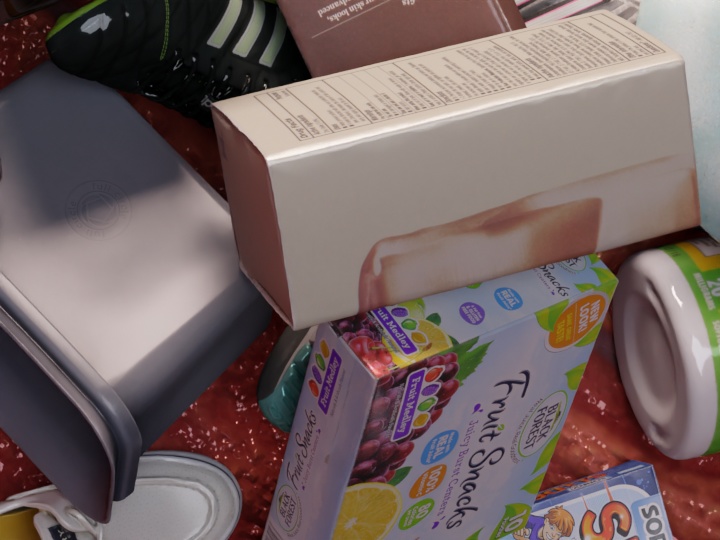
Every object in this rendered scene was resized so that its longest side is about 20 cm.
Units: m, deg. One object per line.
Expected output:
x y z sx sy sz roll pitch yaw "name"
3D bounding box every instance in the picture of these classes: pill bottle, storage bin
0.242 0.025 1.557 0.199 0.111 0.111 -12 94 -15 "pill bottle"
-0.139 0.002 1.440 0.134 0.146 0.200 -39 76 -21 "storage bin"

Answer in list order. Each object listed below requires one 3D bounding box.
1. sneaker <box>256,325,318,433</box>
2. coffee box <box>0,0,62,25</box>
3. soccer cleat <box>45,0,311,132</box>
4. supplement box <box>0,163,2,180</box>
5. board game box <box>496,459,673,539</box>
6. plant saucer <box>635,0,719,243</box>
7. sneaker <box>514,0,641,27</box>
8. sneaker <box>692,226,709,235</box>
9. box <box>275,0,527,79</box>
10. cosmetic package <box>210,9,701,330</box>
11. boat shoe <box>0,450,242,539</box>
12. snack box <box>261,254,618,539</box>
0.000 0.000 1.492 0.200 0.091 0.078 -52 136 -27 "sneaker"
-0.126 -0.178 1.406 0.114 0.200 0.080 -24 95 -13 "coffee box"
-0.071 -0.100 1.445 0.200 0.067 0.081 -3 64 -54 "soccer cleat"
-0.231 -0.139 1.375 0.085 0.111 0.200 -12 54 -14 "supplement box"
0.115 0.216 1.566 0.135 0.034 0.201 -18 95 -14 "board game box"
0.230 -0.099 1.482 0.200 0.039 0.202 4 81 -27 "plant saucer"
0.083 -0.127 1.506 0.199 0.074 0.088 21 80 6 "sneaker"
0.163 -0.045 1.549 0.199 0.079 0.096 -19 130 4 "sneaker"
-0.002 -0.174 1.442 0.100 0.075 0.200 -24 92 12 "box"
0.044 -0.048 1.358 0.199 0.103 0.088 -13 112 -12 "cosmetic package"
-0.151 0.137 1.475 0.199 0.070 0.071 -10 94 -14 "boat shoe"
0.034 0.075 1.437 0.142 0.200 0.053 -23 59 -29 "snack box"
